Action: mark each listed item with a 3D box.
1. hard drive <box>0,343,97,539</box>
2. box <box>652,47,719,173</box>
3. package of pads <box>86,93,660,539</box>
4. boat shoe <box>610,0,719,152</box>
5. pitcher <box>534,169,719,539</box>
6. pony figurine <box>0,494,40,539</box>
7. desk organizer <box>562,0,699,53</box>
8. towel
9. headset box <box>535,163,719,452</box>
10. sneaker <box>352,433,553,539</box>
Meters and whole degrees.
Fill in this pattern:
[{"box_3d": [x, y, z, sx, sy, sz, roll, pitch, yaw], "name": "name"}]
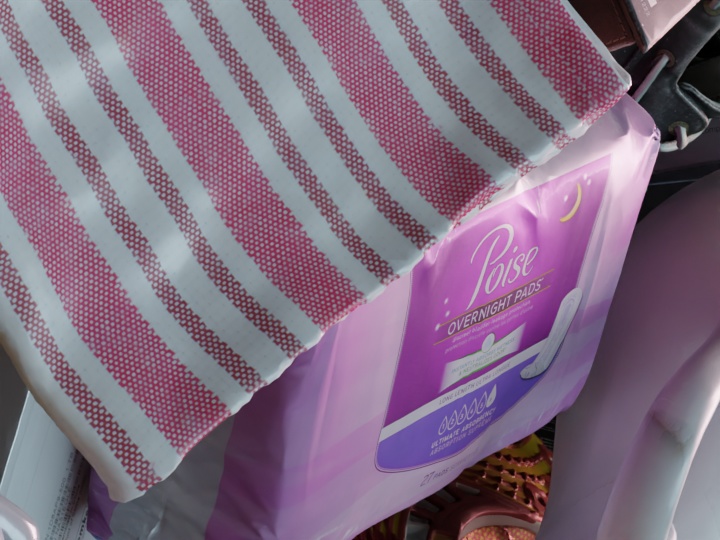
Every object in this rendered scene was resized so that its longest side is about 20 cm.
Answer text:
[{"box_3d": [-0.080, 0.078, 0.921, 0.200, 0.027, 0.132, 41, 62, -67], "name": "hard drive"}, {"box_3d": [0.109, -0.137, 1.054, 0.036, 0.144, 0.201, -20, 99, -62], "name": "box"}, {"box_3d": [0.005, 0.010, 0.906, 0.200, 0.076, 0.121, -25, 137, -50], "name": "package of pads"}, {"box_3d": [0.096, -0.071, 1.004, 0.200, 0.071, 0.072, -61, 176, 39], "name": "boat shoe"}, {"box_3d": [0.122, 0.047, 1.008, 0.200, 0.121, 0.172, -58, 169, -30], "name": "pitcher"}, {"box_3d": [-0.099, 0.147, 0.752, 0.200, 0.166, 0.194, 50, 59, -39], "name": "pony figurine"}, {"box_3d": [0.023, -0.153, 0.870, 0.201, 0.077, 0.072, 65, 30, -10], "name": "desk organizer"}, {"box_3d": [-0.031, -0.054, 0.782, 0.200, 0.030, 0.147, -39, 100, -29], "name": "towel"}, {"box_3d": [0.131, -0.007, 1.226, 0.093, 0.173, 0.200, 84, 26, -44], "name": "headset box"}, {"box_3d": [0.013, 0.095, 1.057, 0.077, 0.073, 0.200, -44, 167, 30], "name": "sneaker"}]
